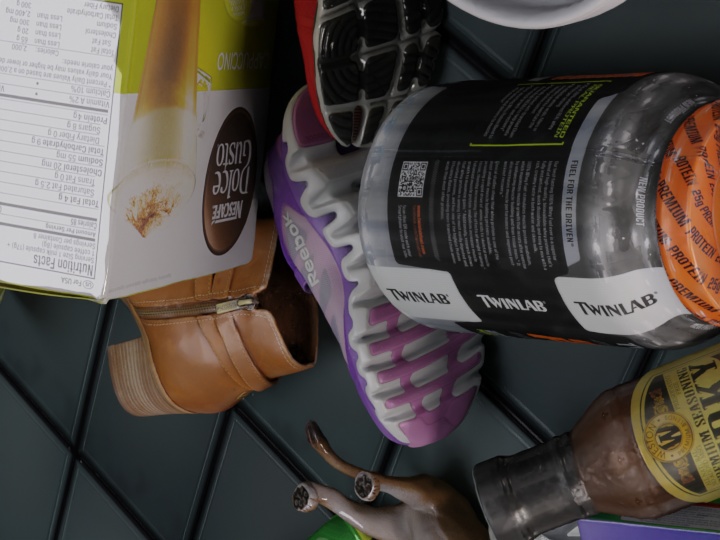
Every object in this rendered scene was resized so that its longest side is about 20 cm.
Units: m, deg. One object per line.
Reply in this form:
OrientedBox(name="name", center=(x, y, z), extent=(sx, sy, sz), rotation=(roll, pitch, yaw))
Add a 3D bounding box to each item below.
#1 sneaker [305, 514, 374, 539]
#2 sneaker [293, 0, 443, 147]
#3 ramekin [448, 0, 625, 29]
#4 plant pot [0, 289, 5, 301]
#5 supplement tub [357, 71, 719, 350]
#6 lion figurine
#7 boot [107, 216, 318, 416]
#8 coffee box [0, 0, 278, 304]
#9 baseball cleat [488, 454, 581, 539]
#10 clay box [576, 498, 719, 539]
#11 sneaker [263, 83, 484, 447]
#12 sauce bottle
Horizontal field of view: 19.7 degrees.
OrientedBox(name="sneaker", center=(-0.042, 0.212, 1.262), extent=(0.074, 0.083, 0.200), rotation=(57, 139, 13))
OrientedBox(name="sneaker", center=(-0.013, -0.165, 1.072), extent=(0.085, 0.076, 0.202), rotation=(9, 108, 59))
OrientedBox(name="ramekin", center=(0.092, -0.213, 0.889), extent=(0.199, 0.105, 0.202), rotation=(25, 126, 41))
OrientedBox(name="plant pot", center=(-0.279, -0.051, 1.352), extent=(0.190, 0.199, 0.201), rotation=(-39, 77, 38))
OrientedBox(name="supplement tub", center=(0.103, -0.028, 0.950), extent=(0.199, 0.122, 0.124), rotation=(4, 110, 49))
OrientedBox(name="lion figurine", center=(0.052, 0.159, 1.134), extent=(0.073, 0.122, 0.201), rotation=(-53, 49, 28))
OrientedBox(name="boot", center=(-0.100, -0.016, 1.244), extent=(0.154, 0.073, 0.202), rotation=(-17, 91, 43))
OrientedBox(name="coffee box", center=(-0.170, -0.102, 1.086), extent=(0.198, 0.199, 0.200), rotation=(9, 98, 17))
OrientedBox(name="baseball cleat", center=(0.121, 0.104, 1.016), extent=(0.106, 0.070, 0.201), rotation=(24, 131, 3))
OrientedBox(name="clay box", center=(0.177, 0.185, 0.972), extent=(0.114, 0.048, 0.201), rotation=(2, 124, 29))
OrientedBox(name="sneaker", center=(0.000, 0.000, 1.126), extent=(0.088, 0.080, 0.202), rotation=(-27, 82, 58))
OrientedBox(name="sauce bottle", center=(0.147, 0.070, 0.905), extent=(0.199, 0.065, 0.065), rotation=(-24, 89, 10))
